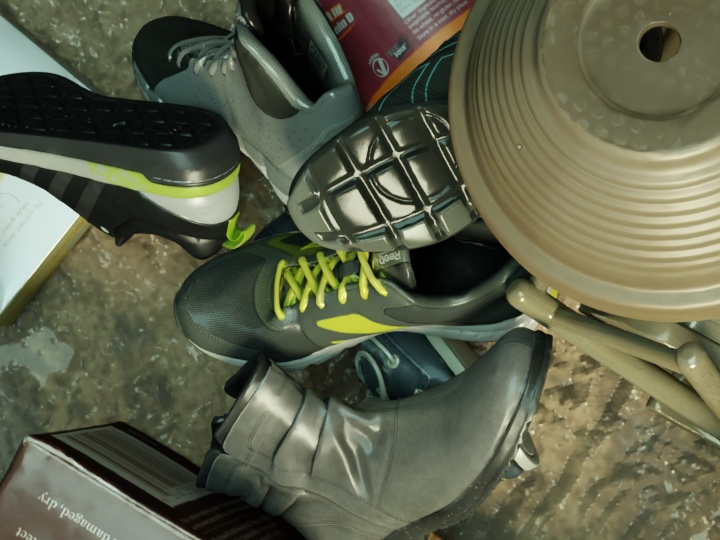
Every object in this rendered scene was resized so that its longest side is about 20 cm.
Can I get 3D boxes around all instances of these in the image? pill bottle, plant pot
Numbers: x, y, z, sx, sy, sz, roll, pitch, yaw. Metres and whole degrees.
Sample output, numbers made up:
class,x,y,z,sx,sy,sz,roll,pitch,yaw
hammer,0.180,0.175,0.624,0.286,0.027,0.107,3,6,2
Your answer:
class,x,y,z,sx,sy,sz,roll,pitch,yaw
pill bottle,-0.002,-0.175,1.030,0.110,0.110,0.200,-40,83,6
plant pot,0.133,-0.084,0.821,0.201,0.093,0.201,-3,77,11

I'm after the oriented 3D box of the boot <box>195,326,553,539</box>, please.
class,x,y,z,sx,sy,sz,roll,pitch,yaw
boot,0.000,0.078,0.960,0.132,0.070,0.200,31,126,-7

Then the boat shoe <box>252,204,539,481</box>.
class,x,y,z,sx,sy,sz,roll,pitch,yaw
boat shoe,0.018,0.042,1.038,0.062,0.075,0.200,-41,81,4

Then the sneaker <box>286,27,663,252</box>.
class,x,y,z,sx,sy,sz,roll,pitch,yaw
sneaker,0.053,-0.075,0.936,0.200,0.079,0.075,-29,114,0

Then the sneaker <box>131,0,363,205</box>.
class,x,y,z,sx,sy,sz,roll,pitch,yaw
sneaker,-0.058,-0.118,1.004,0.075,0.116,0.200,-34,49,-24

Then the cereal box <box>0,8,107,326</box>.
class,x,y,z,sx,sy,sz,roll,pitch,yaw
cereal box,-0.238,-0.083,1.100,0.200,0.040,0.144,39,94,8

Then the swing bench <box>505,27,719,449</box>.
class,x,y,z,sx,sy,sz,roll,pitch,yaw
swing bench,0.213,-0.014,0.955,0.130,0.200,0.199,23,81,46

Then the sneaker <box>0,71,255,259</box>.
class,x,y,z,sx,sy,sz,roll,pitch,yaw
sneaker,-0.147,-0.048,1.022,0.200,0.072,0.083,15,128,30

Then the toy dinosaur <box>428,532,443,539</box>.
class,x,y,z,sx,sy,sz,roll,pitch,yaw
toy dinosaur,0.089,0.187,1.030,0.200,0.060,0.106,17,89,9

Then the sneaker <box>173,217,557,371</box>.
class,x,y,z,sx,sy,sz,roll,pitch,yaw
sneaker,0.000,0.000,0.973,0.200,0.085,0.074,-8,71,3

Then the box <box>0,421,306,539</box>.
class,x,y,z,sx,sy,sz,roll,pitch,yaw
box,-0.132,0.206,1.009,0.164,0.166,0.200,30,94,9
